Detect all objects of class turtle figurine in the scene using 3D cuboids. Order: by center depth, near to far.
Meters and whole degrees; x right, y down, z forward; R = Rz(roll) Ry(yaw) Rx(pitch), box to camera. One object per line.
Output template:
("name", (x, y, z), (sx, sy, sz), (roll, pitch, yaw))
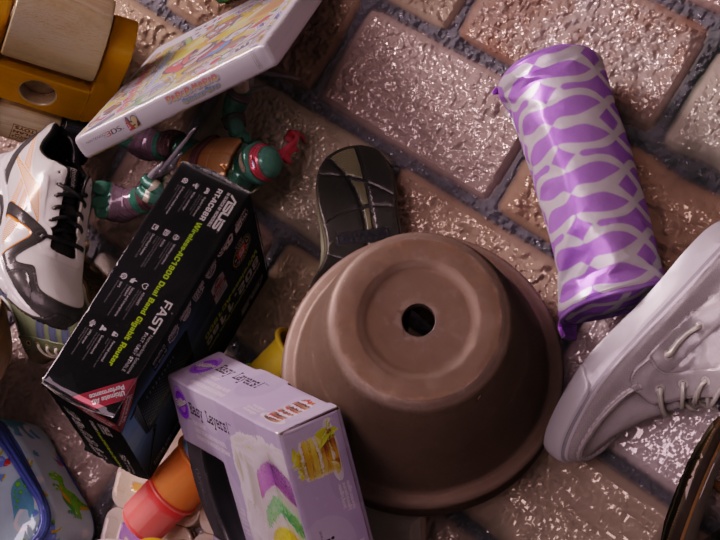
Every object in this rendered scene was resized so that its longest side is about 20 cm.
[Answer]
("turtle figurine", (-0.130, -0.091, 1.131), (0.199, 0.101, 0.150), (-7, 39, 42))

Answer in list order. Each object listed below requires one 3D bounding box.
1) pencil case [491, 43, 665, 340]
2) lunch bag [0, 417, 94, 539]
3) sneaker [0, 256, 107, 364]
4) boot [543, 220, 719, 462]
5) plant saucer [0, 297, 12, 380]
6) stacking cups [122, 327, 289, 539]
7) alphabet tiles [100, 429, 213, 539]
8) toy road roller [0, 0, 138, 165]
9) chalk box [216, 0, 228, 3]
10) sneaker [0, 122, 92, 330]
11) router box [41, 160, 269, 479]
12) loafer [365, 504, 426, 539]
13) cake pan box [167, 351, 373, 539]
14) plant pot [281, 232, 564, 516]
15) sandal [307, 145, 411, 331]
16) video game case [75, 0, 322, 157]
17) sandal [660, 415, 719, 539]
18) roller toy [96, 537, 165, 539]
("pencil case", (0.151, -0.060, 0.972), (0.085, 0.084, 0.201), (-24, 67, 29))
("lunch bag", (-0.332, 0.230, 1.181), (0.200, 0.082, 0.161), (-46, 55, 11))
("sneaker", (-0.245, 0.049, 1.188), (0.200, 0.067, 0.090), (41, 103, 34))
("boot", (0.212, 0.069, 0.911), (0.096, 0.073, 0.200), (44, 103, 31))
("plant saucer", (-0.351, 0.113, 1.175), (0.200, 0.035, 0.200), (-43, 22, 23))
("stacking cups", (-0.109, 0.130, 1.078), (0.200, 0.060, 0.061), (-44, 60, 17))
("alphabet tiles", (-0.124, 0.188, 1.110), (0.195, 0.015, 0.201), (10, 82, 31))
("toy road roller", (-0.269, -0.200, 1.202), (0.200, 0.122, 0.147), (130, 150, -52))
("chalk box", (-0.110, -0.315, 1.165), (0.199, 0.125, 0.125), (-15, 70, 27))
("sneaker", (-0.256, -0.041, 1.136), (0.080, 0.074, 0.201), (-37, 51, 22))
("router box", (-0.146, 0.041, 1.041), (0.062, 0.150, 0.200), (25, 69, 12))
("loafer", (0.017, 0.188, 1.002), (0.072, 0.063, 0.201), (-5, 69, -7))
("cake pan box", (-0.057, 0.162, 0.951), (0.200, 0.052, 0.185), (17, 122, 59))
("plant pot", (0.038, 0.053, 0.918), (0.199, 0.175, 0.201), (-1, 73, 4))
("sandal", (0.001, -0.001, 1.063), (0.079, 0.057, 0.202), (2, 62, 4))
("video game case", (-0.120, -0.173, 1.116), (0.181, 0.023, 0.200), (-22, 23, 24))
("sandal", (0.215, 0.192, 0.879), (0.054, 0.082, 0.201), (12, 89, 10))
("roller toy", (-0.209, 0.299, 1.052), (0.182, 0.140, 0.201), (1, 92, 29))
